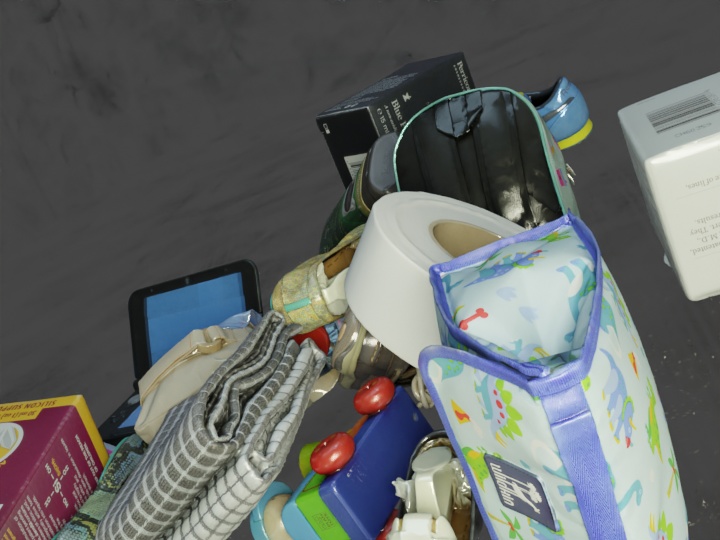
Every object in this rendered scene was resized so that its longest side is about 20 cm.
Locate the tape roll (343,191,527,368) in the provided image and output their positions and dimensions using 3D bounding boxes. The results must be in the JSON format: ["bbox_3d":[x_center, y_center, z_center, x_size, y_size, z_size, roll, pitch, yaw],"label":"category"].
[{"bbox_3d":[0.090,0.016,0.751,0.200,0.071,0.203,20,24,-9],"label":"tape roll"}]

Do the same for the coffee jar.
[{"bbox_3d":[0.020,-0.068,1.099,0.200,0.084,0.105,125,157,-55],"label":"coffee jar"}]

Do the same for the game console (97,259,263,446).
[{"bbox_3d":[-0.208,0.093,1.043,0.198,0.119,0.171,-15,19,29],"label":"game console"}]

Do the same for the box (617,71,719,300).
[{"bbox_3d":[0.346,-0.094,0.822,0.198,0.132,0.199,-19,18,15],"label":"box"}]

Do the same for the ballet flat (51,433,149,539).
[{"bbox_3d":[-0.202,0.209,0.806,0.073,0.075,0.200,-19,20,17],"label":"ballet flat"}]

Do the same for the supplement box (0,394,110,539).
[{"bbox_3d":[-0.308,0.208,0.786,0.129,0.104,0.201,-7,30,12],"label":"supplement box"}]

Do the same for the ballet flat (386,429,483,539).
[{"bbox_3d":[0.041,0.163,0.575,0.072,0.074,0.200,-18,19,20],"label":"ballet flat"}]

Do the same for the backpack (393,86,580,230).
[{"bbox_3d":[0.126,-0.075,0.946,0.174,0.203,0.153,-17,-3,23],"label":"backpack"}]

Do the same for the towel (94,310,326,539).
[{"bbox_3d":[-0.112,0.133,0.727,0.166,0.085,0.200,-52,6,25],"label":"towel"}]

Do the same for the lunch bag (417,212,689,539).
[{"bbox_3d":[0.114,0.086,0.535,0.126,0.172,0.200,-22,19,5],"label":"lunch bag"}]

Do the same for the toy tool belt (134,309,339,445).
[{"bbox_3d":[-0.117,0.094,0.893,0.199,0.125,0.123,-37,17,5],"label":"toy tool belt"}]

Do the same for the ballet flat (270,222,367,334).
[{"bbox_3d":[0.000,0.000,0.849,0.070,0.072,0.199,-10,13,38],"label":"ballet flat"}]

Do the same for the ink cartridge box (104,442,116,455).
[{"bbox_3d":[-0.329,0.237,0.920,0.199,0.042,0.119,-37,21,-31],"label":"ink cartridge box"}]

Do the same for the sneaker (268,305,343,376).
[{"bbox_3d":[-0.058,0.066,0.989,0.095,0.080,0.199,-35,20,-26],"label":"sneaker"}]

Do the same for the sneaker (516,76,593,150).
[{"bbox_3d":[0.152,-0.155,1.031,0.198,0.079,0.066,-18,33,33],"label":"sneaker"}]

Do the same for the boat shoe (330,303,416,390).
[{"bbox_3d":[0.022,0.076,0.817,0.072,0.075,0.200,18,-5,8],"label":"boat shoe"}]

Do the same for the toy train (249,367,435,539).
[{"bbox_3d":[0.002,0.134,0.722,0.115,0.085,0.200,-29,11,36],"label":"toy train"}]

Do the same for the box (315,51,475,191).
[{"bbox_3d":[0.074,-0.163,1.283,0.199,0.199,0.117,-36,21,-34],"label":"box"}]
